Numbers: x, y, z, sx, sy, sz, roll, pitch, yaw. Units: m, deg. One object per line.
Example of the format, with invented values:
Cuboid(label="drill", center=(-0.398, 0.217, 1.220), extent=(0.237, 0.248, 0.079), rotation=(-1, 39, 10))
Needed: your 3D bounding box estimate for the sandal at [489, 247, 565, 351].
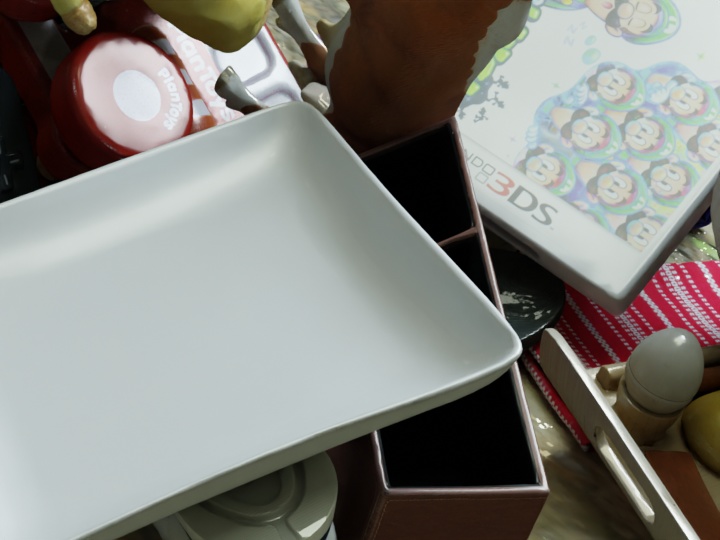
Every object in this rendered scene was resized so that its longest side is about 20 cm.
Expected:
Cuboid(label="sandal", center=(-0.001, 0.001, 0.858), extent=(0.198, 0.048, 0.076), rotation=(7, 46, 1))

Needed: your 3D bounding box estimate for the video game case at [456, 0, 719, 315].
Cuboid(label="video game case", center=(0.114, -0.103, 0.898), extent=(0.181, 0.024, 0.200), rotation=(35, 75, 22))

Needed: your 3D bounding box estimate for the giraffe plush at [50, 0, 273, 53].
Cuboid(label="giraffe plush", center=(-0.071, -0.208, 0.798), extent=(0.174, 0.162, 0.199), rotation=(59, 29, 8))

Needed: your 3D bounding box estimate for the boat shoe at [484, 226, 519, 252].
Cuboid(label="boat shoe", center=(0.063, -0.041, 0.940), extent=(0.198, 0.075, 0.066), rotation=(-24, -4, -9))

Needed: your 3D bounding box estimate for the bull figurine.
Cuboid(label="bull figurine", center=(0.012, -0.108, 0.794), extent=(0.121, 0.201, 0.065), rotation=(35, 48, 8))

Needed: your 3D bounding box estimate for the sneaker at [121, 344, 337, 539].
Cuboid(label="sneaker", center=(-0.065, 0.069, 0.707), extent=(0.076, 0.081, 0.200), rotation=(-19, 40, -11))

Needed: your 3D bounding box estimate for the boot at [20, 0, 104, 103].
Cuboid(label="boot", center=(-0.203, -0.107, 0.961), extent=(0.156, 0.080, 0.211), rotation=(15, 30, 9))

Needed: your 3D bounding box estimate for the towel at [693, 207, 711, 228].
Cuboid(label="towel", center=(0.143, -0.134, 1.006), extent=(0.049, 0.148, 0.201), rotation=(-19, 58, -18))

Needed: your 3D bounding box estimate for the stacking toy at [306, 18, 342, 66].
Cuboid(label="stacking toy", center=(0.009, -0.108, 1.027), extent=(0.199, 0.111, 0.116), rotation=(-24, 46, -28))

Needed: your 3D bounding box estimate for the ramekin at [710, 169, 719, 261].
Cuboid(label="ramekin", center=(0.249, -0.022, 0.803), extent=(0.198, 0.106, 0.201), rotation=(17, 35, -13))

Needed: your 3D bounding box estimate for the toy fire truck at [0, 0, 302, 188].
Cuboid(label="toy fire truck", center=(-0.123, -0.119, 0.895), extent=(0.167, 0.112, 0.201), rotation=(-31, 91, -42))

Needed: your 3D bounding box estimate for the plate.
Cuboid(label="plate", center=(-0.069, 0.021, 0.677), extent=(0.198, 0.033, 0.200), rotation=(-22, 39, -15))

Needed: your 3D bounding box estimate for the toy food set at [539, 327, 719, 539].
Cuboid(label="toy food set", center=(0.189, 0.066, 0.780), extent=(0.198, 0.061, 0.144), rotation=(-8, 47, -28))

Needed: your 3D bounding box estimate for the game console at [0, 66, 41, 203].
Cuboid(label="game console", center=(-0.172, 0.015, 0.736), extent=(0.117, 0.173, 0.199), rotation=(0, 17, 42))

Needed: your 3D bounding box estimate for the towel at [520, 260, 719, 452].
Cuboid(label="towel", center=(0.170, 0.034, 0.897), extent=(0.198, 0.023, 0.145), rotation=(-2, 32, -20))

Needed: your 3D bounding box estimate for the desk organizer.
Cuboid(label="desk organizer", center=(0.016, 0.032, 0.742), extent=(0.071, 0.077, 0.201), rotation=(2, 48, -15))
